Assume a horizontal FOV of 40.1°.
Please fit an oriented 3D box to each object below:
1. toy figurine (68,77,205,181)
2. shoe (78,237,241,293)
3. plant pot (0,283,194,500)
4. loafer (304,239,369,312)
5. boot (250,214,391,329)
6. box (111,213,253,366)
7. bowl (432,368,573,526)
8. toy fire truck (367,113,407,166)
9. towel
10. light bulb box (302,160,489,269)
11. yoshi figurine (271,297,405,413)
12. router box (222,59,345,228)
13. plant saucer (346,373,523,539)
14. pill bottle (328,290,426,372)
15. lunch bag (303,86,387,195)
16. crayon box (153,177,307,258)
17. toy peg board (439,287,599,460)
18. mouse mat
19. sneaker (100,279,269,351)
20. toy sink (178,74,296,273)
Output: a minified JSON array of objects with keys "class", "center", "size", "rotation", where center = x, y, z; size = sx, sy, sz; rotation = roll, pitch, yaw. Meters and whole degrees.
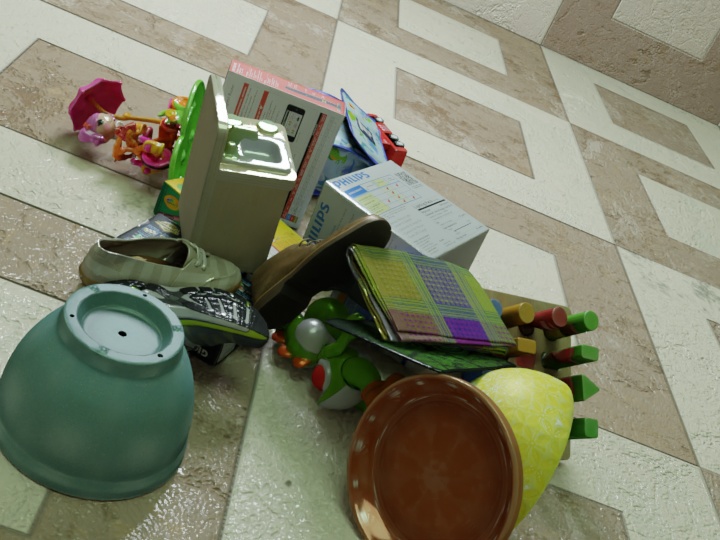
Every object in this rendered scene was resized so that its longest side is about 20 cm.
[{"class":"toy figurine","center":[-0.334,-0.204,1.428],"size":[0.181,0.151,0.202],"rotation":[11,44,-2]},{"class":"shoe","center":[-0.222,-0.004,1.140],"size":[0.198,0.054,0.070],"rotation":[4,36,-35]},{"class":"plant pot","center":[-0.246,0.100,0.961],"size":[0.198,0.135,0.201],"rotation":[20,28,-11]},{"class":"loafer","center":[0.000,0.000,1.219],"size":[0.198,0.073,0.063],"rotation":[19,41,31]},{"class":"boot","center":[-0.054,-0.017,1.167],"size":[0.073,0.199,0.076],"rotation":[39,23,-45]},{"class":"box","center":[-0.216,0.018,1.214],"size":[0.198,0.046,0.159],"rotation":[31,28,8]},{"class":"bowl","center":[0.126,0.179,1.059],"size":[0.107,0.201,0.201],"rotation":[31,27,-9]},{"class":"toy fire truck","center":[0.008,-0.229,1.810],"size":[0.139,0.049,0.201],"rotation":[4,35,-33]},{"class":"towel","center":[0.079,0.034,1.131],"size":[0.198,0.023,0.145],"rotation":[8,41,-39]},{"class":"light bulb box","center":[0.051,-0.046,1.462],"size":[0.199,0.126,0.197],"rotation":[36,30,19]},{"class":"yoshi figurine","center":[-0.016,0.098,1.201],"size":[0.199,0.113,0.112],"rotation":[39,15,27]},{"class":"router box","center":[-0.138,-0.182,1.448],"size":[0.177,0.202,0.049],"rotation":[20,29,-12]},{"class":"plant saucer","center":[0.074,0.206,0.991],"size":[0.200,0.201,0.032],"rotation":[46,18,33]},{"class":"pill bottle","center":[0.062,0.062,1.305],"size":[0.198,0.113,0.112],"rotation":[30,28,8]},{"class":"lunch bag","center":[-0.050,-0.212,1.636],"size":[0.197,0.128,0.171],"rotation":[10,39,-21]},{"class":"crayon box","center":[-0.174,-0.054,1.356],"size":[0.199,0.059,0.118],"rotation":[40,31,23]},{"class":"toy peg board","center":[0.206,0.122,1.225],"size":[0.197,0.097,0.203],"rotation":[12,72,-28]},{"class":"mouse mat","center":[0.071,0.082,1.106],"size":[0.159,0.008,0.199],"rotation":[21,7,32]},{"class":"sneaker","center":[-0.200,0.064,1.096],"size":[0.197,0.082,0.074],"rotation":[9,24,-8]},{"class":"toy sink","center":[-0.148,-0.117,1.216],"size":[0.110,0.202,0.131],"rotation":[6,36,-20]}]
